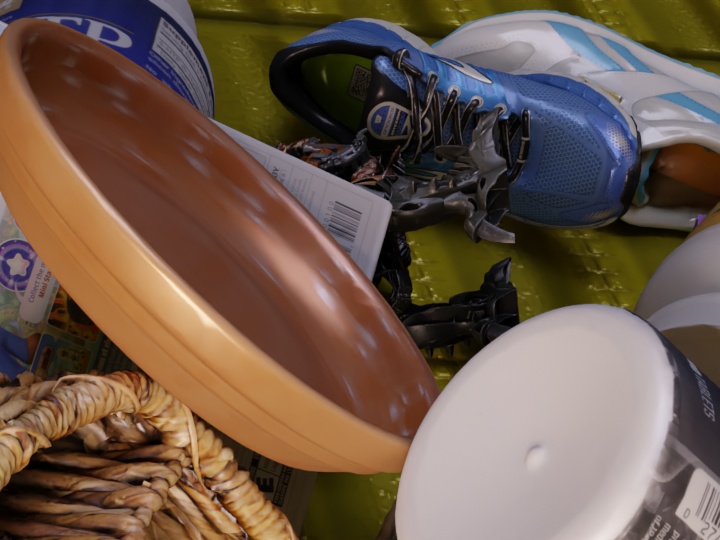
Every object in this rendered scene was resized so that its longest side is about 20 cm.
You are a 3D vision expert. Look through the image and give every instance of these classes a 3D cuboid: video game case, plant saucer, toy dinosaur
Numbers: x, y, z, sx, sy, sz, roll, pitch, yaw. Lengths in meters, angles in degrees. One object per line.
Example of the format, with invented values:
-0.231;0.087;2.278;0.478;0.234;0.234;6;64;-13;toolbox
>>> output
-0.093;0.001;0.795;0.199;0.018;0.144;24;69;-20;video game case
-0.053;-0.003;0.720;0.200;0.037;0.200;42;12;-11;plant saucer
0.000;0.000;0.930;0.135;0.103;0.201;-5;50;1;toy dinosaur

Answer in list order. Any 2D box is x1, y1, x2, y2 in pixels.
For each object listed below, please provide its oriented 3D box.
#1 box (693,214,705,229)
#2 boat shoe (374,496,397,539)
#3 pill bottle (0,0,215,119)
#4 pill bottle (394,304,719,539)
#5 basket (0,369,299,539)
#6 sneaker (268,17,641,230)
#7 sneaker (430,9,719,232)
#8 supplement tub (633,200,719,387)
0.236;0.047;0.962;0.199;0.039;0.137;16;32;6;box
0.052;0.079;0.793;0.074;0.067;0.200;-14;23;22;boat shoe
-0.124;-0.060;0.924;0.119;0.120;0.200;10;30;-4;pill bottle
0.110;0.106;0.687;0.200;0.106;0.106;41;15;-33;pill bottle
-0.083;0.115;0.606;0.148;0.144;0.200;4;28;14;basket
0.040;-0.066;1.031;0.199;0.079;0.089;19;18;27;sneaker
0.121;-0.073;1.082;0.199;0.077;0.081;15;33;8;sneaker
0.190;0.023;0.823;0.144;0.145;0.200;26;43;22;supplement tub
